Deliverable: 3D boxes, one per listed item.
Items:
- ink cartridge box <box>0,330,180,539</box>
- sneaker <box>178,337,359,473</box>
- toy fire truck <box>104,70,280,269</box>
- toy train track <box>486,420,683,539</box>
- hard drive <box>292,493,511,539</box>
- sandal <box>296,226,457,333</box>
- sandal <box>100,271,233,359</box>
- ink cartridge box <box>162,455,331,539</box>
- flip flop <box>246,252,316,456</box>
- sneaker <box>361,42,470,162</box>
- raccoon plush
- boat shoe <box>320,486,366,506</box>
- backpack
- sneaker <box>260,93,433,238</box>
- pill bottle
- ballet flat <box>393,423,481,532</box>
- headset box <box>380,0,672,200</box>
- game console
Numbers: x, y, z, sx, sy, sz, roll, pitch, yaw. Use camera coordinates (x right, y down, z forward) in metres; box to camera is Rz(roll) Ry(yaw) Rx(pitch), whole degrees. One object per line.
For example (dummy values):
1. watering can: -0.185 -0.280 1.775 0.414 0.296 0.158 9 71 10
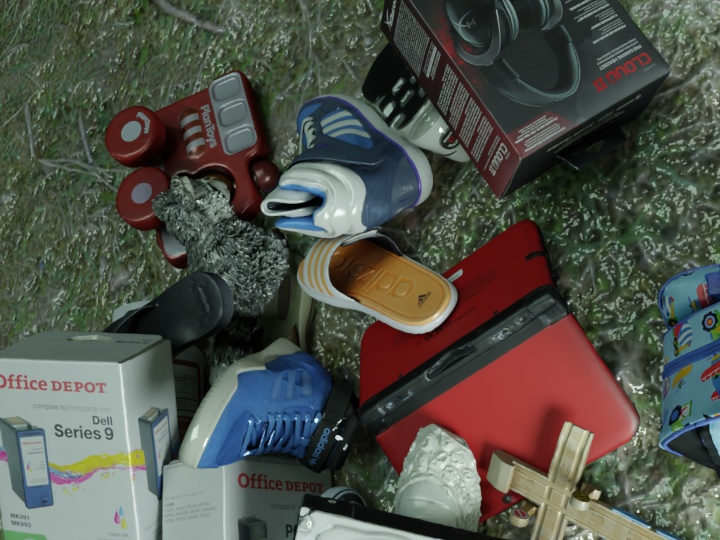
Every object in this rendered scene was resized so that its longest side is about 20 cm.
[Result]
1. ink cartridge box: -0.237 0.162 0.747 0.142 0.087 0.204 0 99 17
2. sneaker: -0.060 0.125 0.697 0.110 0.200 0.078 31 106 9
3. toy fire truck: -0.176 -0.112 0.942 0.166 0.112 0.203 -23 63 8
4. toy train track: 0.175 0.185 0.610 0.198 0.032 0.117 22 109 31
5. hard drive: 0.038 0.253 0.613 0.196 0.038 0.142 14 93 -1
6. sandal: 0.006 -0.006 0.766 0.079 0.059 0.205 -49 36 -17
7. sandal: -0.202 0.065 0.789 0.199 0.043 0.077 -40 72 22
8. ink cartridge box: -0.091 0.264 0.728 0.084 0.145 0.204 -19 66 32
9. flip flop: -0.082 0.077 0.835 0.080 0.057 0.204 -8 70 32
10. sneaker: 0.059 -0.157 0.800 0.074 0.088 0.201 -46 30 22
11. raccoon plush: -0.146 -0.002 0.813 0.096 0.133 0.202 -39 33 34
12. boat shoe: -0.015 0.272 0.689 0.067 0.071 0.203 -29 39 46
13. backpack: 0.258 0.053 0.499 0.180 0.199 0.137 -18 66 32
14. sneaker: -0.043 -0.099 0.792 0.199 0.145 0.082 38 137 41
15. pill bottle: -0.214 0.140 0.880 0.111 0.112 0.204 -19 65 30
16. ballet flat: 0.051 0.225 0.660 0.071 0.071 0.204 11 97 38
17. headset box: 0.130 -0.167 0.671 0.147 0.077 0.202 -29 75 -13
18. game console: 0.106 0.088 0.718 0.199 0.119 0.174 -36 27 22
